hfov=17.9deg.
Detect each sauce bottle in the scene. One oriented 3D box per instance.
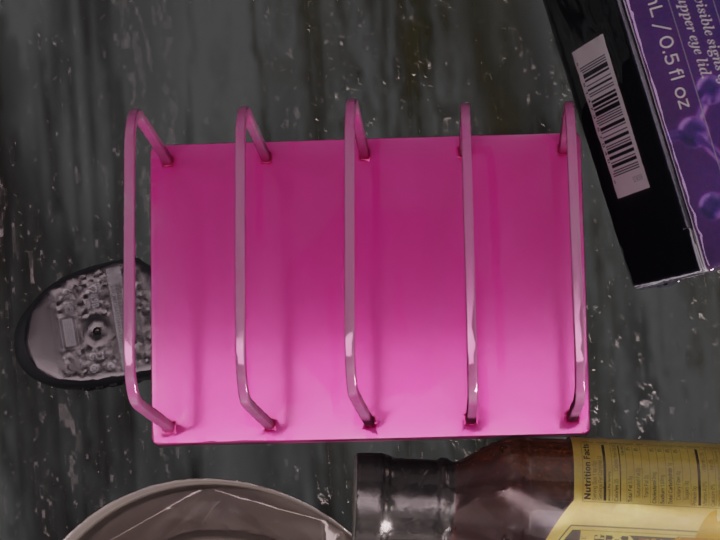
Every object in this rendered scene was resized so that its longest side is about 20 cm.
[{"bbox_3d":[0.096,0.106,1.025,0.200,0.066,0.066,2,92,1],"label":"sauce bottle"}]

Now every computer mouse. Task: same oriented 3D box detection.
[{"bbox_3d":[-0.065,0.020,1.079,0.200,0.034,0.059,-8,80,3],"label":"computer mouse"}]

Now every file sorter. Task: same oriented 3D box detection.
[{"bbox_3d":[0.000,0.000,0.998,0.200,0.125,0.139,-2,81,3],"label":"file sorter"}]

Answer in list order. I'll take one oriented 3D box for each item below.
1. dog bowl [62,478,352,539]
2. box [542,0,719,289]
[{"bbox_3d":[-0.062,0.193,1.067,0.200,0.059,0.200,0,92,8],"label":"dog bowl"},{"bbox_3d":[0.196,-0.091,0.967,0.200,0.104,0.148,-18,89,-10],"label":"box"}]
